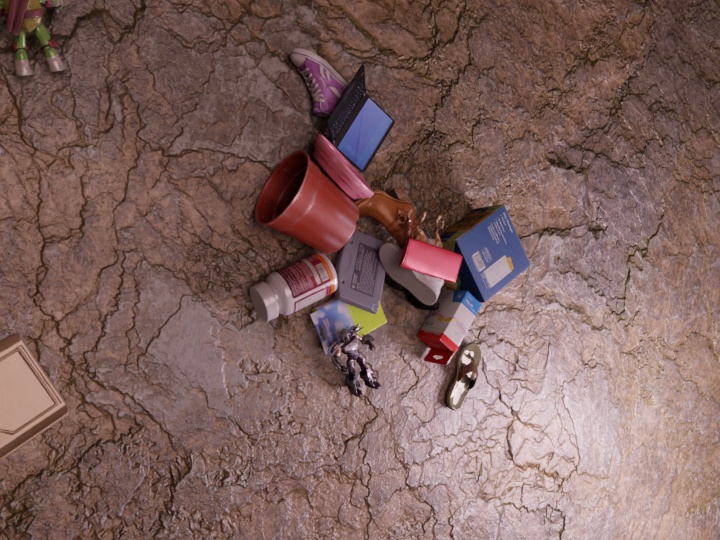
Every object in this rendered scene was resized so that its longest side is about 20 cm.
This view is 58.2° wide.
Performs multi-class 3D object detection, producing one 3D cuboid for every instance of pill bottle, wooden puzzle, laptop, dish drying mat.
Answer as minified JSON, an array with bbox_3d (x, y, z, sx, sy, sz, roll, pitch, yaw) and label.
[{"bbox_3d":[-0.162,0.041,1.574,0.198,0.109,0.111,-25,101,-27],"label":"pill bottle"},{"bbox_3d":[-0.723,0.260,1.307,0.184,0.037,0.202,-35,101,-24],"label":"wooden puzzle"},{"bbox_3d":[0.006,-0.385,1.665,0.102,0.200,0.179,28,77,10],"label":"laptop"},{"bbox_3d":[0.183,-0.026,1.663,0.198,0.018,0.078,15,90,-38],"label":"dish drying mat"}]

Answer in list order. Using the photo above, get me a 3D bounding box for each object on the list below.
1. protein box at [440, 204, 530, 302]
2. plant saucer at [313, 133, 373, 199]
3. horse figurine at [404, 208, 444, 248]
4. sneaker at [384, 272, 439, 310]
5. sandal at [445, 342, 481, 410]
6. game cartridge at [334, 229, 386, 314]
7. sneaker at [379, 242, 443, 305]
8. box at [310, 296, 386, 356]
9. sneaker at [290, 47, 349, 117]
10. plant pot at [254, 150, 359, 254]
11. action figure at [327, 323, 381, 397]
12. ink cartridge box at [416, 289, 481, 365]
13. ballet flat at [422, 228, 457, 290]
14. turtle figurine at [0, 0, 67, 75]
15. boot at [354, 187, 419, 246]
[{"bbox_3d":[0.340,-0.047,1.837,0.199,0.134,0.201,-34,105,-25],"label":"protein box"},{"bbox_3d":[-0.049,-0.249,1.608,0.051,0.201,0.200,-43,112,9],"label":"plant saucer"},{"bbox_3d":[0.172,-0.084,1.688,0.198,0.049,0.135,13,81,-43],"label":"horse figurine"},{"bbox_3d":[0.151,0.035,1.771,0.199,0.075,0.092,41,62,-26],"label":"sneaker"},{"bbox_3d":[0.308,0.307,1.858,0.079,0.057,0.204,26,77,-26],"label":"sandal"},{"bbox_3d":[0.000,0.000,1.668,0.132,0.041,0.203,24,59,-21],"label":"game cartridge"},{"bbox_3d":[0.138,-0.010,1.708,0.200,0.074,0.116,46,36,-6],"label":"sneaker"},{"bbox_3d":[-0.036,0.122,1.676,0.198,0.047,0.124,-27,101,-27],"label":"box"},{"bbox_3d":[-0.110,-0.463,1.634,0.199,0.072,0.116,34,77,-24],"label":"sneaker"},{"bbox_3d":[-0.119,-0.149,1.564,0.194,0.199,0.203,33,74,-32],"label":"plant pot"},{"bbox_3d":[-0.013,0.223,1.639,0.129,0.069,0.202,-30,122,-18],"label":"action figure"},{"bbox_3d":[0.235,0.155,1.787,0.067,0.116,0.202,40,71,-23],"label":"ink cartridge box"},{"bbox_3d":[0.194,-0.017,1.799,0.072,0.068,0.202,-33,103,-14],"label":"ballet flat"},{"bbox_3d":[-0.678,-0.507,1.319,0.143,0.197,0.197,-34,127,-47],"label":"turtle figurine"},{"bbox_3d":[0.070,-0.129,1.706,0.198,0.076,0.157,-14,75,-41],"label":"boot"}]
